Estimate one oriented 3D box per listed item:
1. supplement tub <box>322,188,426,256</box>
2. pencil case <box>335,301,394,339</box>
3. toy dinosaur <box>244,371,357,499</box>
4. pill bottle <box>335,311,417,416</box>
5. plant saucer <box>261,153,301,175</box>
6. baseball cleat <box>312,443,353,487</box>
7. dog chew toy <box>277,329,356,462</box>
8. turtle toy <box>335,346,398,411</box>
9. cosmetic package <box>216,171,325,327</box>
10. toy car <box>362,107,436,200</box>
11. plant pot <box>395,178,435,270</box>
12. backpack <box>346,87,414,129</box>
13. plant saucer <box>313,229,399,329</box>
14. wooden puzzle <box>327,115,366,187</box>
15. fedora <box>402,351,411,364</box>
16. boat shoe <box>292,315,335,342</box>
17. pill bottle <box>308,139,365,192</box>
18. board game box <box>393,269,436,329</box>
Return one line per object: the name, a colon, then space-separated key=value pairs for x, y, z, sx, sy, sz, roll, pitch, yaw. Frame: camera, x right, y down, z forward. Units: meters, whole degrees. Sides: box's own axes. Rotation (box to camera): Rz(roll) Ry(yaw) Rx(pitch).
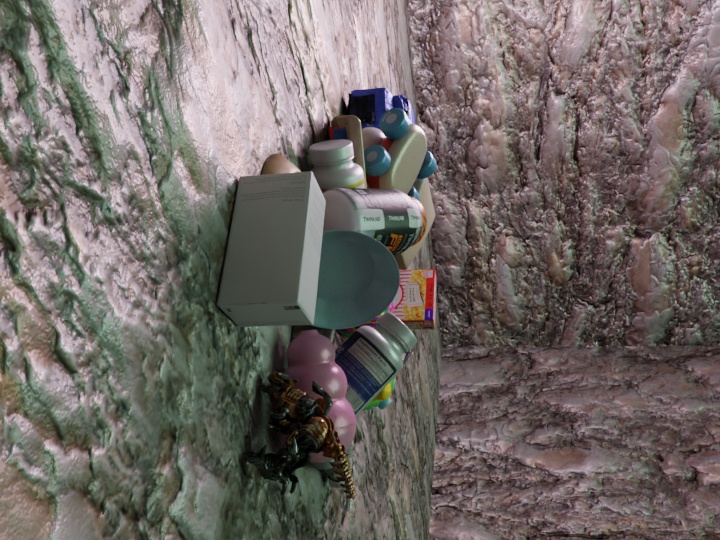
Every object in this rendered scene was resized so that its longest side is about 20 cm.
supplement tub: x=0.019 y=-0.084 z=1.104 sx=0.200 sy=0.122 sz=0.123 roll=-8 pitch=96 yaw=-45
pencil case: x=0.008 y=0.086 z=1.284 sx=0.200 sy=0.088 sz=0.089 roll=127 pitch=-33 yaw=-66
toy dinosaur: x=-0.082 y=0.235 z=0.878 sx=0.200 sy=0.136 sz=0.102 roll=43 pitch=-5 yaw=43
pill bottle: x=0.007 y=0.173 z=1.146 sx=0.200 sy=0.111 sz=0.111 roll=-44 pitch=152 yaw=-11
plant saucer: x=-0.115 y=-0.093 z=1.034 sx=0.200 sy=0.035 sz=0.201 roll=-2 pitch=90 yaw=-77
baseball cleat: x=-0.045 y=0.373 z=1.201 sx=0.200 sy=0.070 sz=0.107 roll=6 pitch=82 yaw=-77
dog chew toy: x=-0.074 y=0.195 z=0.991 sx=0.125 sy=0.124 sz=0.201 roll=24 pitch=59 yaw=-76
turtle toy: x=0.021 y=0.205 z=1.277 sx=0.101 sy=0.145 sz=0.200 roll=60 pitch=39 yaw=-42
cosmetic package: x=-0.115 y=-0.029 z=0.848 sx=0.081 sy=0.113 sz=0.201 roll=63 pitch=29 yaw=-62
toy car: x=0.032 y=-0.248 z=1.378 sx=0.184 sy=0.200 sz=0.177 roll=42 pitch=71 yaw=-51
plant pot: x=0.057 y=-0.113 z=1.507 sx=0.200 sy=0.199 sz=0.177 roll=62 pitch=39 yaw=-63
backpack: x=0.046 y=-0.323 z=1.522 sx=0.162 sy=0.167 sz=0.201 roll=38 pitch=54 yaw=-66
plant saucer: x=-0.037 y=0.009 z=1.017 sx=0.039 sy=0.200 sz=0.201 roll=-96 pitch=176 yaw=-53
wooden puzzle: x=-0.036 y=-0.229 z=1.309 sx=0.200 sy=0.046 sz=0.186 roll=-137 pitch=-140 yaw=-71
fedora: x=0.024 y=0.190 z=1.422 sx=0.092 sy=0.200 sz=0.201 roll=54 pitch=21 yaw=-11
boat shoe: x=-0.073 y=0.093 z=1.116 sx=0.072 sy=0.076 sz=0.200 roll=77 pitch=18 yaw=-53
pill bottle: x=-0.043 y=-0.142 z=1.193 sx=0.111 sy=0.111 sz=0.201 roll=-66 pitch=152 yaw=-64
board game box: x=0.086 y=0.074 z=1.551 sx=0.046 sy=0.199 sz=0.152 roll=71 pitch=20 yaw=-51
